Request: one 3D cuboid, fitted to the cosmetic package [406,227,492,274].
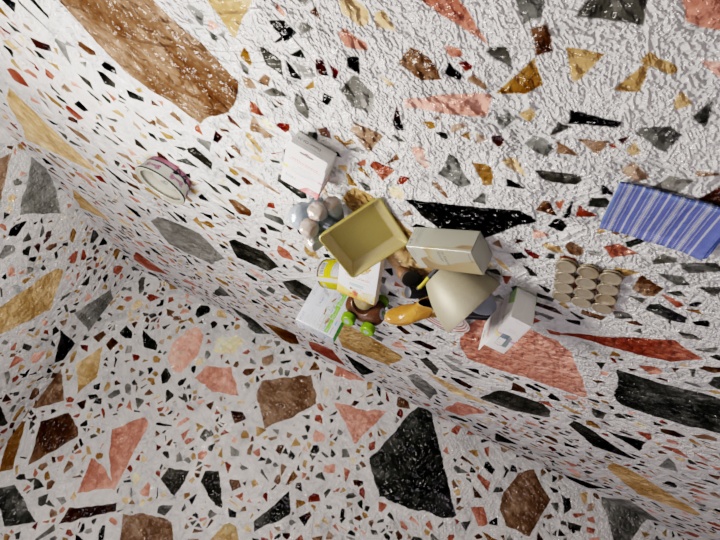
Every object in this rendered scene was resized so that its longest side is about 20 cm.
[{"bbox_3d":[0.233,-0.053,1.346,0.200,0.071,0.105,7,149,42],"label":"cosmetic package"}]

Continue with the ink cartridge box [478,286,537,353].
[{"bbox_3d":[0.418,0.155,1.452,0.067,0.117,0.200,26,141,1],"label":"ink cartridge box"}]

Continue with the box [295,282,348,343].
[{"bbox_3d":[-0.144,0.168,2.097,0.176,0.200,0.097,24,158,9],"label":"box"}]

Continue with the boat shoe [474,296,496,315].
[{"bbox_3d":[0.316,0.079,1.553,0.200,0.070,0.066,17,-174,0],"label":"boat shoe"}]

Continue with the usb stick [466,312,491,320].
[{"bbox_3d":[0.337,0.135,1.572,0.200,0.033,0.055,6,165,-29],"label":"usb stick"}]

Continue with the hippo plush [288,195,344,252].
[{"bbox_3d":[-0.119,-0.166,1.464,0.161,0.200,0.160,41,140,38],"label":"hippo plush"}]

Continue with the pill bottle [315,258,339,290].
[{"bbox_3d":[-0.058,0.018,1.791,0.200,0.109,0.109,6,149,43],"label":"pill bottle"}]

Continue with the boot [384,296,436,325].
[{"bbox_3d":[0.174,0.120,1.605,0.201,0.071,0.144,-7,160,3],"label":"boot"}]

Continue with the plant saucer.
[{"bbox_3d":[0.008,-0.097,1.429,0.200,0.200,0.048,51,-170,-42],"label":"plant saucer"}]

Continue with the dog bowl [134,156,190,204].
[{"bbox_3d":[-0.708,-0.331,1.847,0.200,0.074,0.200,24,157,11],"label":"dog bowl"}]

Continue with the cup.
[{"bbox_3d":[0.269,0.057,1.426,0.143,0.200,0.200,47,160,11],"label":"cup"}]

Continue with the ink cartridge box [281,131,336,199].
[{"bbox_3d":[-0.132,-0.275,1.303,0.116,0.068,0.200,29,159,-3],"label":"ink cartridge box"}]

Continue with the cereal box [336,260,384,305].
[{"bbox_3d":[0.000,0.000,1.645,0.144,0.040,0.200,19,122,21],"label":"cereal box"}]

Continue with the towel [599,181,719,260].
[{"bbox_3d":[0.564,-0.090,0.945,0.200,0.024,0.145,21,156,19],"label":"towel"}]

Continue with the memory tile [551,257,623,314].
[{"bbox_3d":[0.552,0.040,1.248,0.153,0.017,0.200,17,155,26],"label":"memory tile"}]

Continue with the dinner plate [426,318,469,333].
[{"bbox_3d":[0.295,0.163,1.805,0.200,0.024,0.200,25,157,11],"label":"dinner plate"}]

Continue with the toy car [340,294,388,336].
[{"bbox_3d":[0.035,0.110,1.843,0.158,0.164,0.200,27,145,2],"label":"toy car"}]

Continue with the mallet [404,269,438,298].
[{"bbox_3d":[0.194,0.025,1.522,0.066,0.041,0.200,-5,148,-24],"label":"mallet"}]

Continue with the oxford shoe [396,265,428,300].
[{"bbox_3d":[0.186,0.043,1.645,0.200,0.071,0.071,42,-175,-37],"label":"oxford shoe"}]
